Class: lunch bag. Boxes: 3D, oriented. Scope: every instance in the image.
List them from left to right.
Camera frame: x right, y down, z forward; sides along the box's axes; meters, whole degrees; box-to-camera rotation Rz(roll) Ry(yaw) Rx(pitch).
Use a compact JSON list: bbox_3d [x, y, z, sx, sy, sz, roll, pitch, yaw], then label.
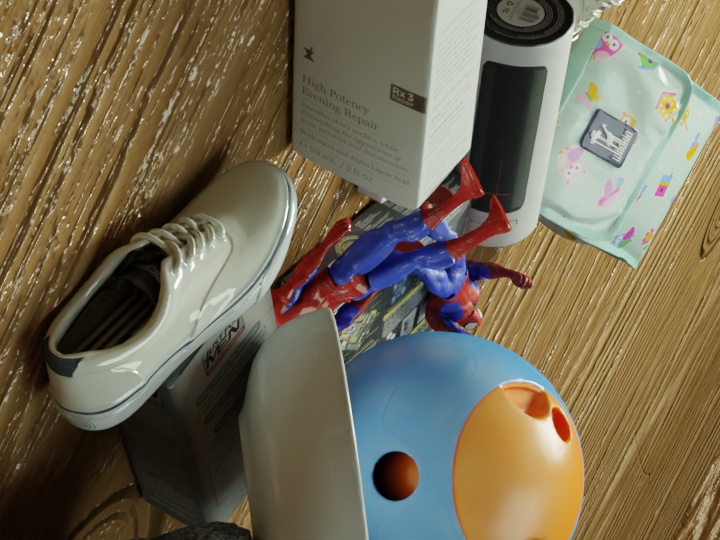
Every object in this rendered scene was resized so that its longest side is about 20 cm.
[{"bbox_3d":[0.201,-0.108,1.627,0.171,0.122,0.200,-61,151,2],"label":"lunch bag"}]

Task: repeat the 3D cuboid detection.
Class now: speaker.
[{"bbox_3d":[0.107,-0.114,1.450,0.081,0.081,0.200,-45,154,-38],"label":"speaker"}]

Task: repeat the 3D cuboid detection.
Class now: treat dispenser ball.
[{"bbox_3d":[0.055,0.143,1.343,0.201,0.200,0.201,-49,156,-31],"label":"treat dispenser ball"}]

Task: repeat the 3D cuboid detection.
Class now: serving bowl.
[{"bbox_3d":[-0.036,0.125,1.165,0.200,0.065,0.201,172,-90,-85],"label":"serving bowl"}]

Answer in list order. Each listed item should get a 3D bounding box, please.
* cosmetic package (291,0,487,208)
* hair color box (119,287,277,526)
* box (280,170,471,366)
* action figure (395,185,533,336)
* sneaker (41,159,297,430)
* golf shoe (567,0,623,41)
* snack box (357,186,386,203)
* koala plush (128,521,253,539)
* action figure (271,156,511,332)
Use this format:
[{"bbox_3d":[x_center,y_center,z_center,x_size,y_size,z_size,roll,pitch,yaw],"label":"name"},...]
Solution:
[{"bbox_3d":[0.017,-0.143,1.173,0.074,0.101,0.200,-49,155,-35],"label":"cosmetic package"},{"bbox_3d":[-0.100,0.076,1.223,0.099,0.060,0.200,-53,158,-26],"label":"hair color box"},{"bbox_3d":[0.005,0.031,1.434,0.200,0.049,0.162,-41,153,-43],"label":"box"},{"bbox_3d":[0.083,0.013,1.401,0.065,0.099,0.200,-58,160,-12],"label":"action figure"},{"bbox_3d":[-0.104,0.003,1.108,0.200,0.073,0.071,-53,158,-26],"label":"sneaker"},{"bbox_3d":[0.159,-0.208,1.444,0.075,0.091,0.201,-41,152,-47],"label":"golf shoe"},{"bbox_3d":[0.047,-0.146,1.346,0.072,0.024,0.201,-31,143,-52],"label":"snack box"},{"bbox_3d":[-0.122,0.260,1.117,0.177,0.183,0.201,10,63,-66],"label":"koala plush"},{"bbox_3d":[0.000,0.000,1.278,0.200,0.052,0.065,-33,133,11],"label":"action figure"}]
